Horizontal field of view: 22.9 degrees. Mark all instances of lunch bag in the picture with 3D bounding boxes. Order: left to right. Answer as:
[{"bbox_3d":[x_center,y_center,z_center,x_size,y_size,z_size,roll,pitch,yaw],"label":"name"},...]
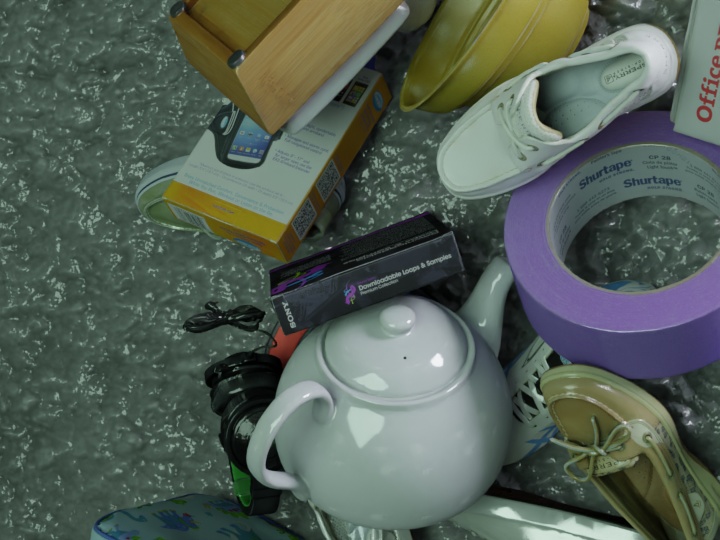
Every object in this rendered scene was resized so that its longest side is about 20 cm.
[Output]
[{"bbox_3d":[-0.124,0.255,1.462,0.161,0.200,0.083,23,101,25],"label":"lunch bag"}]

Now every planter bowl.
[{"bbox_3d":[0.118,-0.188,1.373,0.083,0.200,0.200,32,108,-12],"label":"planter bowl"}]

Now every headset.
[{"bbox_3d":[-0.101,0.112,1.448,0.124,0.094,0.200,-114,24,-51],"label":"headset"}]

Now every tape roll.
[{"bbox_3d":[0.209,-0.021,1.303,0.200,0.066,0.200,-9,53,12],"label":"tape roll"}]

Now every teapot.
[{"bbox_3d":[0.022,0.088,1.335,0.197,0.200,0.146,2,133,2],"label":"teapot"}]

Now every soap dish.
[{"bbox_3d":[-0.064,-0.207,1.431,0.157,0.081,0.200,-46,34,0],"label":"soap dish"}]

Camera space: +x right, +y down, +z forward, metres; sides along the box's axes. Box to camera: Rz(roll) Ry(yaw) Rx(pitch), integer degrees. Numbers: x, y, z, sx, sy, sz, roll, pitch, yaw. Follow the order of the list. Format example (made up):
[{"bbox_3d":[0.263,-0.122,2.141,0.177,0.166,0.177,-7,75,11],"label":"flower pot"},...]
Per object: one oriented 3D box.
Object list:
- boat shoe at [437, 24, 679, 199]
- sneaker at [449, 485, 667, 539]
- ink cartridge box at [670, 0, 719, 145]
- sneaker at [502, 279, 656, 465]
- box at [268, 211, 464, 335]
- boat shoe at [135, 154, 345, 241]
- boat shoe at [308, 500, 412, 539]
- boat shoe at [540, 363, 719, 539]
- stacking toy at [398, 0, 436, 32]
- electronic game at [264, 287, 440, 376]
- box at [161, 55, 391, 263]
[{"bbox_3d":[0.129,-0.113,1.264,0.200,0.069,0.071,-33,86,26],"label":"boat shoe"},{"bbox_3d":[0.136,0.221,1.395,0.200,0.073,0.085,13,94,26],"label":"sneaker"},{"bbox_3d":[0.334,-0.147,1.245,0.200,0.083,0.145,20,127,20],"label":"ink cartridge box"},{"bbox_3d":[0.154,0.080,1.388,0.200,0.072,0.072,-46,72,22],"label":"sneaker"},{"bbox_3d":[0.000,0.000,1.373,0.143,0.200,0.036,-20,95,0],"label":"box"},{"bbox_3d":[-0.110,-0.057,1.517,0.200,0.072,0.062,-4,46,26],"label":"boat shoe"},{"bbox_3d":[-0.011,0.172,1.438,0.071,0.069,0.200,-22,87,32],"label":"boat shoe"},{"bbox_3d":[0.201,0.144,1.302,0.200,0.063,0.073,43,140,-24],"label":"boat shoe"},{"bbox_3d":[0.045,-0.292,1.434,0.146,0.146,0.200,15,116,27],"label":"stacking toy"},{"bbox_3d":[0.004,0.099,1.483,0.200,0.042,0.200,0,91,28],"label":"electronic game"},{"bbox_3d":[-0.063,-0.112,1.480,0.119,0.041,0.200,22,67,26],"label":"box"}]
